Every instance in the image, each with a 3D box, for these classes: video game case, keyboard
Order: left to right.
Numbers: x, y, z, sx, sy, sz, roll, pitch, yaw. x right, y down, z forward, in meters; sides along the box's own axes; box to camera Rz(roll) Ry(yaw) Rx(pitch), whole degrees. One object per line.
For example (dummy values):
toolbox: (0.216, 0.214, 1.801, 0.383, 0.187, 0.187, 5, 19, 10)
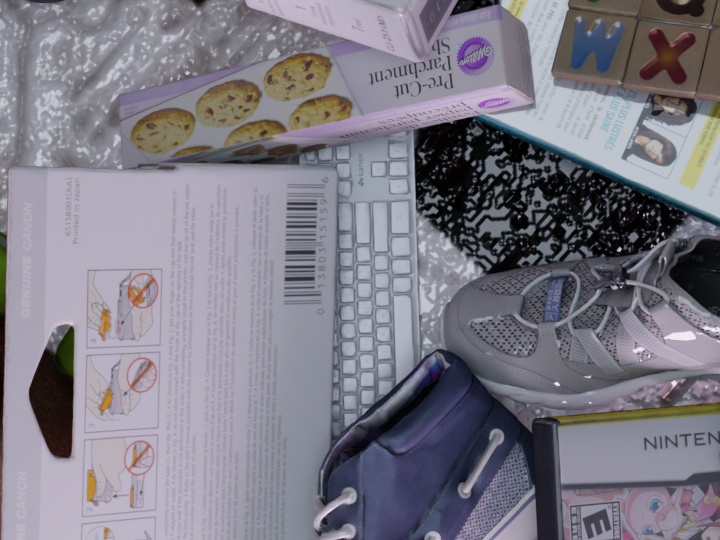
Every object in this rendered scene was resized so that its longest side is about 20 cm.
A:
keyboard: (0.000, 0.000, 1.025, 0.056, 0.011, 0.201, -2, 90, 6)
video game case: (0.169, 0.161, 0.963, 0.180, 0.025, 0.201, -3, 90, -19)

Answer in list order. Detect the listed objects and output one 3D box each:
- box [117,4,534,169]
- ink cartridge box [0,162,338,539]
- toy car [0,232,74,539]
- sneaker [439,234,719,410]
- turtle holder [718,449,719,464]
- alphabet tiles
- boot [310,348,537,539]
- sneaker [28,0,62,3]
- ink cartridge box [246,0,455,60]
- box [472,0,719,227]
box: (-0.019, -0.080, 0.983, 0.199, 0.039, 0.042, -10, 78, 23)
ink cartridge box: (-0.092, 0.051, 0.964, 0.173, 0.043, 0.201, -1, 94, -35)
toy car: (-0.195, 0.076, 0.951, 0.157, 0.200, 0.165, 34, 94, 5)
sneaker: (0.131, 0.010, 0.959, 0.199, 0.082, 0.075, -5, 53, 15)
turtle holder: (0.224, 0.105, 0.889, 0.140, 0.132, 0.186, 24, 114, -24)
alphabet tiles: (0.199, -0.148, 0.942, 0.199, 0.008, 0.168, 10, 72, 20)
boot: (-0.003, 0.131, 0.969, 0.200, 0.073, 0.090, -46, 112, -9)
sneaker: (-0.119, -0.221, 1.002, 0.073, 0.082, 0.201, 26, 91, 8)
ink cartridge box: (-0.007, -0.208, 0.970, 0.173, 0.044, 0.201, 20, 69, 23)
box: (0.151, -0.073, 0.989, 0.199, 0.049, 0.083, 25, 92, 6)
